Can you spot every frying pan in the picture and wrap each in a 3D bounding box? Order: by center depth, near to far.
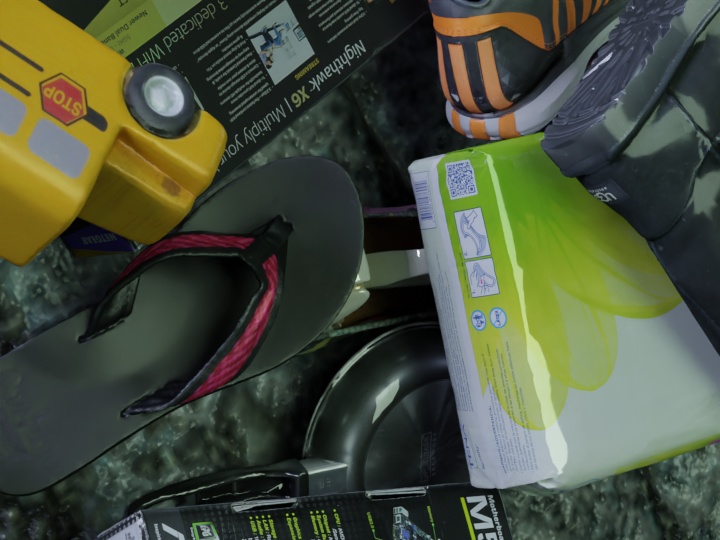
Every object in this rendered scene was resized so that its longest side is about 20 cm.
[{"bbox_3d":[-0.004,0.074,0.929,0.189,0.031,0.116,13,100,-39],"label":"frying pan"}]

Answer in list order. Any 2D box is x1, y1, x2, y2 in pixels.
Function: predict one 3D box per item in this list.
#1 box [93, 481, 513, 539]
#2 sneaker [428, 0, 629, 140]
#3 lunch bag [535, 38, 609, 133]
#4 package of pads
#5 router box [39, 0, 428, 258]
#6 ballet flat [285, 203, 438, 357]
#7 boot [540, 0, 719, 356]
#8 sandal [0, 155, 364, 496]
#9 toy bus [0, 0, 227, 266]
[{"bbox_3d":[-0.001,0.191,0.851,0.192,0.047,0.201,1,67,-40],"label":"box"},{"bbox_3d":[0.088,-0.160,0.973,0.200,0.077,0.113,-59,143,-44],"label":"sneaker"},{"bbox_3d":[0.150,-0.020,1.042,0.160,0.077,0.202,17,77,-34],"label":"lunch bag"},{"bbox_3d":[0.124,0.008,0.933,0.199,0.068,0.156,-13,92,-33],"label":"package of pads"},{"bbox_3d":[-0.081,-0.126,0.890,0.200,0.052,0.158,-41,111,-32],"label":"router box"},{"bbox_3d":[0.000,0.000,0.931,0.199,0.071,0.070,-9,91,-37],"label":"ballet flat"},{"bbox_3d":[0.188,-0.039,0.899,0.200,0.066,0.165,45,71,-17],"label":"boot"},{"bbox_3d":[-0.076,0.023,0.848,0.199,0.045,0.075,-36,85,-16],"label":"sandal"},{"bbox_3d":[-0.150,-0.069,0.762,0.199,0.065,0.079,33,53,-19],"label":"toy bus"}]
